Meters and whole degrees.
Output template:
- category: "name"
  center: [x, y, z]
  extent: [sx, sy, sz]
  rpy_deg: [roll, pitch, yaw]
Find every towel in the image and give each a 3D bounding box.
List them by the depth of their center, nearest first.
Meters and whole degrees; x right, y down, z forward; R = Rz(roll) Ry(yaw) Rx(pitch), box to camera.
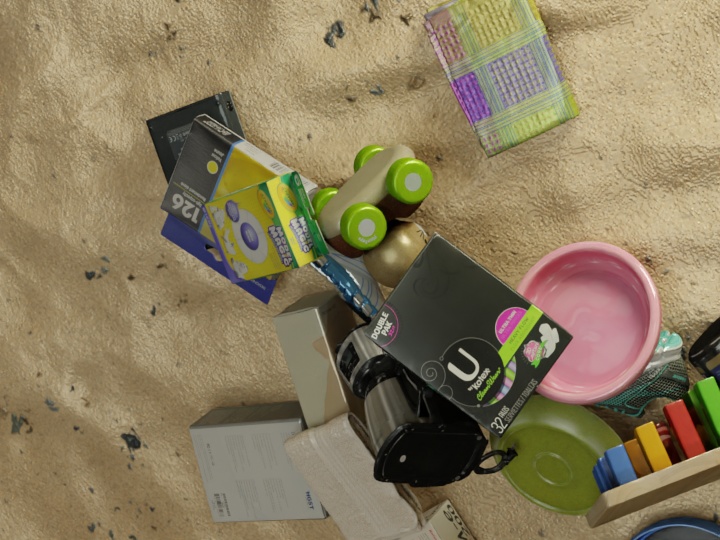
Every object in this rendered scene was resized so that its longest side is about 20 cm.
- category: "towel"
  center: [0.173, -0.256, 1.526]
  extent: [0.142, 0.023, 0.202]
  rpy_deg: [-23, 96, 29]
- category: "towel"
  center: [-0.008, 0.292, 1.689]
  extent: [0.132, 0.035, 0.201]
  rpy_deg: [-26, 106, 34]

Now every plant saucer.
- category: "plant saucer"
  center: [0.277, 0.068, 1.519]
  extent: [0.198, 0.051, 0.204]
  rpy_deg: [-12, 67, 30]
- category: "plant saucer"
  center: [0.254, 0.249, 1.606]
  extent: [0.198, 0.031, 0.202]
  rpy_deg: [18, 132, 21]

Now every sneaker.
- category: "sneaker"
  center: [0.322, 0.150, 1.555]
  extent: [0.198, 0.078, 0.092]
  rpy_deg: [-21, 102, 32]
- category: "sneaker"
  center: [0.000, 0.000, 1.668]
  extent: [0.087, 0.075, 0.200]
  rpy_deg: [-45, 104, -13]

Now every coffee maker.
- category: "coffee maker"
  center: [0.075, 0.174, 1.614]
  extent: [0.135, 0.191, 0.201]
  rpy_deg: [-44, 41, 21]

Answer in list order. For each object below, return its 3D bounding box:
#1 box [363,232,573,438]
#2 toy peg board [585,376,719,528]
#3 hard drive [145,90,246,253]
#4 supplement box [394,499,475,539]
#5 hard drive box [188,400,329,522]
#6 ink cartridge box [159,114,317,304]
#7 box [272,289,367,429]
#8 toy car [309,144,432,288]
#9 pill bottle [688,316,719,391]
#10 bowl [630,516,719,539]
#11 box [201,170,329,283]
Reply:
- category: "box"
  center: [0.123, 0.075, 1.452]
  extent: [0.199, 0.124, 0.149]
  rpy_deg: [37, 90, 4]
- category: "toy peg board"
  center: [0.354, 0.215, 1.469]
  extent: [0.197, 0.200, 0.099]
  rpy_deg: [-20, 71, -2]
- category: "hard drive"
  center: [-0.212, -0.136, 1.746]
  extent: [0.138, 0.033, 0.203]
  rpy_deg: [-14, 99, 29]
- category: "supplement box"
  center: [0.076, 0.432, 1.763]
  extent: [0.199, 0.073, 0.127]
  rpy_deg: [-35, 89, 30]
- category: "hard drive box"
  center: [-0.136, 0.281, 1.817]
  extent: [0.197, 0.077, 0.158]
  rpy_deg: [-7, 103, 28]
- category: "ink cartridge box"
  center: [-0.179, -0.079, 1.704]
  extent: [0.196, 0.047, 0.202]
  rpy_deg: [32, 115, 13]
- category: "box"
  center: [-0.043, 0.138, 1.717]
  extent: [0.077, 0.095, 0.203]
  rpy_deg: [-12, 102, 28]
- category: "toy car"
  center: [0.054, -0.042, 1.581]
  extent: [0.158, 0.164, 0.200]
  rpy_deg: [-43, 111, -5]
- category: "pill bottle"
  center: [0.487, 0.139, 1.447]
  extent: [0.200, 0.112, 0.112]
  rpy_deg: [49, 120, 4]
- category: "bowl"
  center: [0.430, 0.413, 1.604]
  extent: [0.198, 0.039, 0.204]
  rpy_deg: [8, 110, 23]
- category: "box"
  center: [-0.121, -0.054, 1.592]
  extent: [0.199, 0.048, 0.119]
  rpy_deg: [-14, 100, 52]
